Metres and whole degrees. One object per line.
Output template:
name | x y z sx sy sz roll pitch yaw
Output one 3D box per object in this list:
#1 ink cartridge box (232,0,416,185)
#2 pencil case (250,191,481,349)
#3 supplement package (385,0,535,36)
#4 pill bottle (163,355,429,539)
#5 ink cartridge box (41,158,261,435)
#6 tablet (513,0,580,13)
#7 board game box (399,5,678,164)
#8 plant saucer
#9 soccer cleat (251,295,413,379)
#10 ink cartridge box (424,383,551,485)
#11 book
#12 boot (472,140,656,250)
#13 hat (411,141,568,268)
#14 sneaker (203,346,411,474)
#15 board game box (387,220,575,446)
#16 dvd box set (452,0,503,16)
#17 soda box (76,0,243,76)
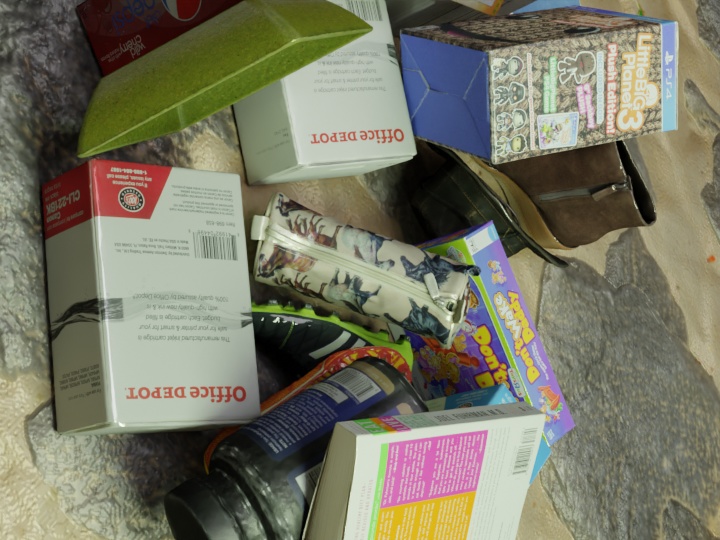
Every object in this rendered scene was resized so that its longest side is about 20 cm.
ink cartridge box | -0.043 -0.186 1.321 0.145 0.085 0.203 -8 87 -43
pencil case | 0.000 0.000 1.262 0.197 0.090 0.079 20 76 0
supplement package | 0.083 -0.307 1.444 0.198 0.119 0.123 -16 89 -43
pill bottle | -0.045 0.157 1.125 0.199 0.111 0.113 -28 98 -26
ink cartridge box | -0.164 0.026 1.159 0.143 0.083 0.203 3 76 -41
tablet | 0.196 -0.302 1.618 0.129 0.014 0.203 -11 88 -44
board game box | 0.158 -0.171 1.323 0.198 0.159 0.098 -12 109 -26
plant saucer | -0.108 -0.159 1.137 0.048 0.198 0.200 64 19 -3
soccer cleat | -0.034 0.076 1.280 0.198 0.067 0.082 19 83 -36
ink cartridge box | 0.050 0.201 1.266 0.084 0.144 0.200 54 50 -16
book | 0.051 0.171 1.107 0.198 0.048 0.136 0 109 -42
boot | 0.195 -0.119 1.463 0.072 0.165 0.202 -36 104 -38
hat | 0.104 -0.043 1.408 0.081 0.201 0.200 -46 117 4
sneaker | -0.045 0.116 1.233 0.198 0.077 0.074 -24 96 -26
board game box | 0.098 0.068 1.352 0.045 0.134 0.202 -29 98 -42
dvd box set | 0.090 -0.308 1.271 0.199 0.029 0.148 5 118 -53
soda box | -0.139 -0.215 1.163 0.063 0.199 0.071 -27 96 -42
